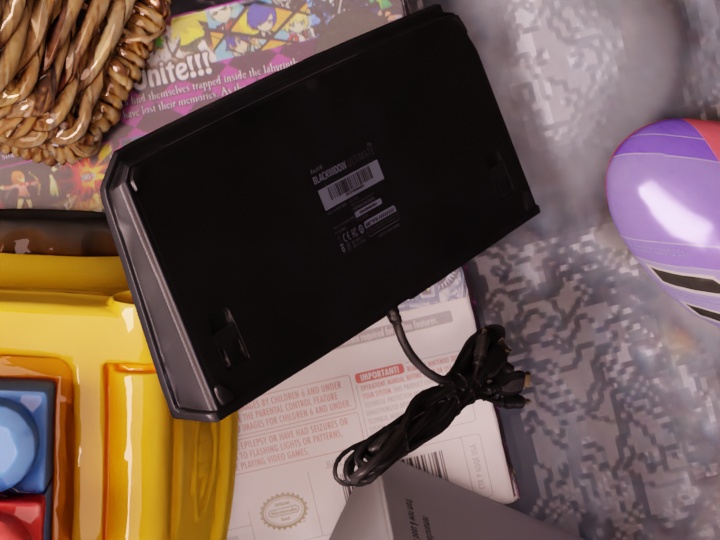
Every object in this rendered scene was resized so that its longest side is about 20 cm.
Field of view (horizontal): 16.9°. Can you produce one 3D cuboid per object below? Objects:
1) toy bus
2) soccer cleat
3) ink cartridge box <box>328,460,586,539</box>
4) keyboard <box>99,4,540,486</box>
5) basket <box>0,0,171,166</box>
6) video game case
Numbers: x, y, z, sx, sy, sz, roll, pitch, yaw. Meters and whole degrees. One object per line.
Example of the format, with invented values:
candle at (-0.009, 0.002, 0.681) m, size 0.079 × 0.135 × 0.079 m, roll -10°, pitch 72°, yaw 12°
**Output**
toy bus at (-0.138, 0.054, 0.689) m, size 0.198 × 0.192 × 0.137 m, roll 2°, pitch 95°, yaw 0°
soccer cleat at (0.166, 0.019, 0.784) m, size 0.200 × 0.076 × 0.067 m, roll 40°, pitch 93°, yaw -3°
ink cartridge box at (0.068, 0.175, 0.744) m, size 0.199 × 0.145 × 0.146 m, roll 24°, pitch 102°, yaw -8°
keyboard at (0.000, 0.000, 0.717) m, size 0.021 × 0.200 × 0.128 m, roll -17°, pitch 98°, yaw 35°
basket at (-0.135, -0.153, 0.760) m, size 0.142 × 0.149 × 0.201 m, roll 16°, pitch 82°, yaw 39°
video game case at (-0.063, 0.010, 0.800) m, size 0.199 × 0.036 × 0.183 m, roll -14°, pitch 94°, yaw 0°
